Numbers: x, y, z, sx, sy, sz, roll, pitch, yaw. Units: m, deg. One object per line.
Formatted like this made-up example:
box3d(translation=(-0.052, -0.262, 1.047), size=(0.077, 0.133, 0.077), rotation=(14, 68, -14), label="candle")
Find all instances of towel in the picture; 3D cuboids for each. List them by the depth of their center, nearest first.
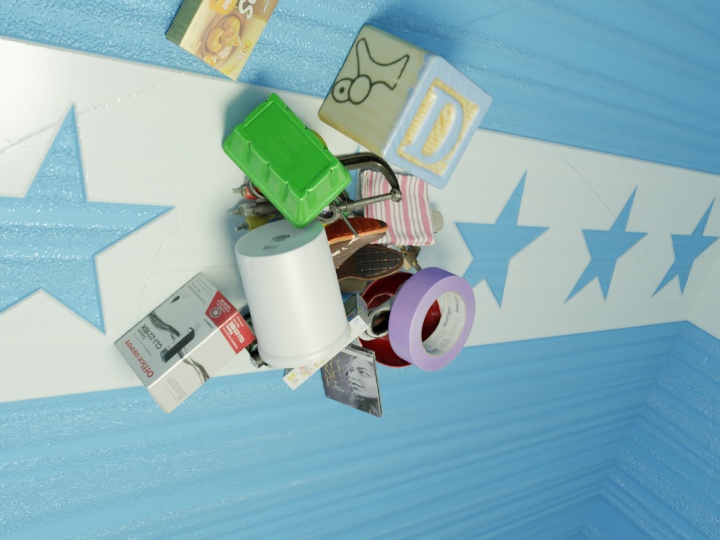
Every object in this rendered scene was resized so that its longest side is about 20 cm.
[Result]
box3d(translation=(0.081, -0.125, 1.559), size=(0.197, 0.030, 0.150), rotation=(0, 79, -43), label="towel")

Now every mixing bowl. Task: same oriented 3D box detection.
box3d(translation=(0.069, 0.104, 1.679), size=(0.195, 0.108, 0.205), rotation=(0, 91, -15), label="mixing bowl")

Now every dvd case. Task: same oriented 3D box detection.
box3d(translation=(-0.025, 0.231, 1.680), size=(0.016, 0.146, 0.203), rotation=(-49, 145, -40), label="dvd case")

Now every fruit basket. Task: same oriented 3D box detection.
box3d(translation=(-0.117, -0.187, 1.303), size=(0.155, 0.215, 0.217), rotation=(-43, 139, -10), label="fruit basket")

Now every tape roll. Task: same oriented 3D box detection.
box3d(translation=(0.148, 0.099, 1.571), size=(0.198, 0.065, 0.204), rotation=(-20, 120, -38), label="tape roll")

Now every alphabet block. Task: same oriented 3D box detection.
box3d(translation=(0.079, -0.292, 1.376), size=(0.195, 0.199, 0.198), rotation=(21, 103, -48), label="alphabet block")

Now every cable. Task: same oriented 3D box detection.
box3d(translation=(-0.136, -0.124, 1.377), size=(0.196, 0.050, 0.100), rotation=(-6, 97, -28), label="cable")

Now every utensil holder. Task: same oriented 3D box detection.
box3d(translation=(-0.116, 0.033, 1.309), size=(0.168, 0.169, 0.204), rotation=(-25, 117, -28), label="utensil holder")

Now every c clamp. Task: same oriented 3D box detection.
box3d(translation=(0.008, -0.149, 1.441), size=(0.198, 0.172, 0.027), rotation=(-23, 158, -42), label="c clamp")

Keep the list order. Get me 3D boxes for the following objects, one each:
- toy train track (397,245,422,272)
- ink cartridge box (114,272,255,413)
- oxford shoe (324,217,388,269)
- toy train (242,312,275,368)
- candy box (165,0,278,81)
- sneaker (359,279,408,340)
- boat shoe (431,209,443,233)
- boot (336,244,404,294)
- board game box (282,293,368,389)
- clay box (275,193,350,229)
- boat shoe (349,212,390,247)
box3d(translation=(0.101, -0.028, 1.628), size=(0.032, 0.115, 0.200), rotation=(-38, -177, 16), label="toy train track")
box3d(translation=(-0.306, 0.124, 1.336), size=(0.199, 0.144, 0.084), rotation=(-41, 138, -14), label="ink cartridge box")
box3d(translation=(-0.041, -0.044, 1.416), size=(0.196, 0.072, 0.074), rotation=(-15, 119, -4), label="oxford shoe")
box3d(translation=(-0.149, 0.102, 1.497), size=(0.199, 0.114, 0.085), rotation=(-37, 170, -23), label="toy train")
box3d(translation=(-0.192, -0.405, 1.149), size=(0.115, 0.055, 0.202), rotation=(23, 100, -49), label="candy box")
box3d(translation=(0.083, 0.081, 1.587), size=(0.199, 0.080, 0.074), rotation=(-37, 98, -14), label="sneaker")
box3d(translation=(0.095, -0.107, 1.627), size=(0.197, 0.056, 0.068), rotation=(8, 73, -42), label="boat shoe")
box3d(translation=(0.000, 0.000, 1.540), size=(0.097, 0.195, 0.076), rotation=(45, 41, -66), label="boot")
box3d(translation=(-0.070, 0.139, 1.546), size=(0.199, 0.135, 0.034), rotation=(-40, 105, 11), label="board game box")
box3d(translation=(-0.104, -0.073, 1.442), size=(0.113, 0.048, 0.203), rotation=(23, 102, -26), label="clay box")
box3d(translation=(-0.012, -0.075, 1.536), size=(0.197, 0.069, 0.072), rotation=(0, 121, -42), label="boat shoe")
